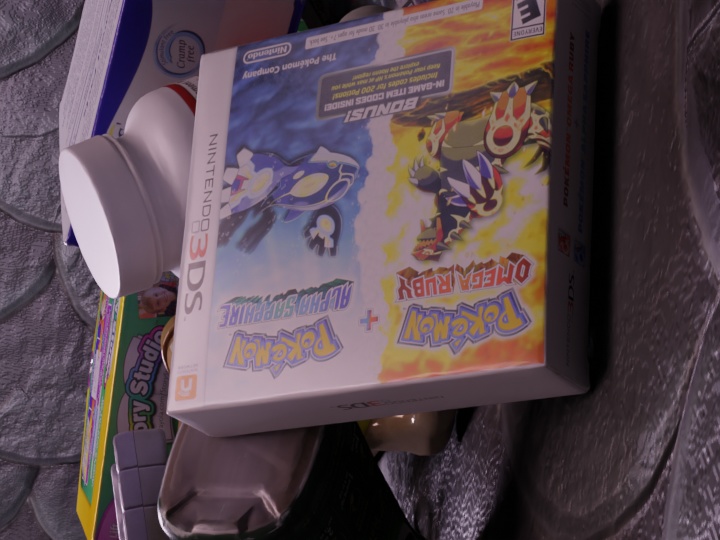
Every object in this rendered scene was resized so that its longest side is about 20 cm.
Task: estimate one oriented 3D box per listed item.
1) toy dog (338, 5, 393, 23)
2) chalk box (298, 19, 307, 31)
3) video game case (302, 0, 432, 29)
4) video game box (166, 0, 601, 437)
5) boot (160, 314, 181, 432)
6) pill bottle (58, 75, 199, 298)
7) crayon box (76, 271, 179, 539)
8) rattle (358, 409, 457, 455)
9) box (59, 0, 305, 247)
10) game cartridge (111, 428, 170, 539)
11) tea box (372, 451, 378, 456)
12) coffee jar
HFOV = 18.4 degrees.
[{"bbox_3d":[0.041,-0.033,1.077,0.096,0.131,0.201,44,-134,-49],"label":"toy dog"},{"bbox_3d":[-0.011,-0.246,1.494,0.124,0.124,0.201,-92,13,-46],"label":"chalk box"},{"bbox_3d":[0.016,-0.150,1.261,0.181,0.025,0.200,62,160,17],"label":"video game case"},{"bbox_3d":[0.009,-0.026,0.993,0.047,0.199,0.183,28,-121,-52],"label":"video game box"},{"bbox_3d":[-0.052,0.118,1.255,0.066,0.175,0.200,-41,21,6],"label":"boot"},{"bbox_3d":[-0.057,-0.058,1.212,0.112,0.199,0.113,54,156,38],"label":"pill bottle"},{"bbox_3d":[-0.141,0.071,1.437,0.173,0.058,0.201,-174,91,-79],"label":"crayon box"},{"bbox_3d":[0.000,0.000,1.186,0.143,0.130,0.200,-51,-43,-23],"label":"rattle"},{"bbox_3d":[-0.114,-0.131,1.350,0.200,0.104,0.185,-104,27,-59],"label":"box"},{"bbox_3d":[-0.099,0.181,1.126,0.200,0.038,0.130,90,175,-60],"label":"game cartridge"},{"bbox_3d":[-0.049,0.033,1.496,0.200,0.133,0.198,119,156,-67],"label":"tea box"},{"bbox_3d":[-0.020,0.141,1.090,0.200,0.085,0.105,61,-143,-44],"label":"coffee jar"}]
